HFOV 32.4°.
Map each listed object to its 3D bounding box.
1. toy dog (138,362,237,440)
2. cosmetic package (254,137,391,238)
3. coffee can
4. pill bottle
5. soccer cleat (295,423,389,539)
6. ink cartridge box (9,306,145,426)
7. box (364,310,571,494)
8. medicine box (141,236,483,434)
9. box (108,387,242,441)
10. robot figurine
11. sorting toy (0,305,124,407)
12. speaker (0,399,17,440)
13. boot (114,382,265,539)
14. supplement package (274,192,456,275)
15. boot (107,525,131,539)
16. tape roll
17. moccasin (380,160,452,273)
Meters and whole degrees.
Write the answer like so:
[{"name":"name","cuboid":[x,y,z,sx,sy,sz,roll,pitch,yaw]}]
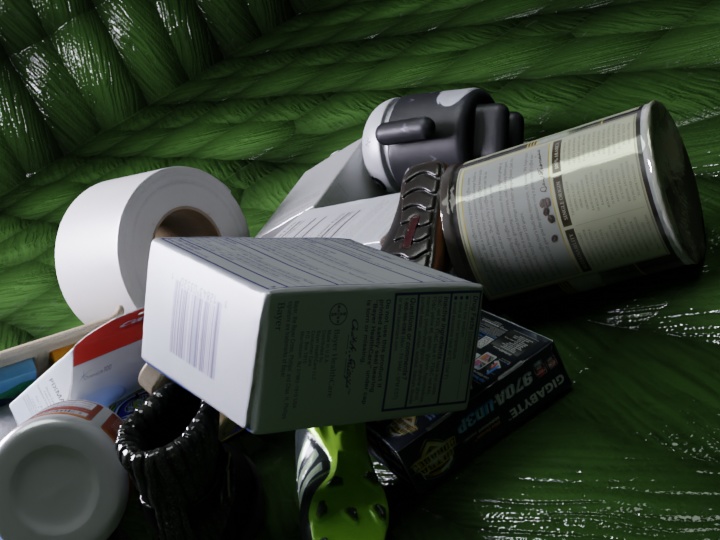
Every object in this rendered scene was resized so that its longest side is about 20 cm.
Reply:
[{"name":"toy dog","cuboid":[-0.106,0.073,1.140,0.198,0.133,0.096,-27,-13,-11]},{"name":"cosmetic package","cuboid":[-0.040,-0.072,1.520,0.107,0.085,0.200,-27,16,32]},{"name":"coffee can","cuboid":[0.191,-0.053,1.113,0.198,0.147,0.147,-16,23,27]},{"name":"pill bottle","cuboid":[-0.242,0.168,1.033,0.111,0.113,0.200,-29,2,-6]},{"name":"soccer cleat","cuboid":[-0.020,0.174,0.957,0.067,0.082,0.201,10,37,-13]},{"name":"ink cartridge box","cuboid":[-0.219,0.084,1.177,0.199,0.048,0.159,-35,-8,39]},{"name":"box","cuboid":[0.062,0.097,1.055,0.158,0.046,0.200,-33,21,-15]},{"name":"medicine box","cuboid":[-0.039,0.041,0.952,0.198,0.104,0.181,0,13,-35]},{"name":"box","cuboid":[-0.144,0.124,1.212,0.198,0.071,0.064,-28,20,-3]},{"name":"robot figurine","cuboid":[0.097,-0.151,1.492,0.198,0.151,0.125,-1,43,32]},{"name":"sorting toy","cuboid":[-0.354,0.123,1.375,0.198,0.037,0.186,-23,-19,-25]},{"name":"speaker","cuboid":[-0.300,0.146,1.342,0.198,0.082,0.081,-27,20,0]},{"name":"boot","cuboid":[-0.132,0.153,0.988,0.078,0.160,0.211,-14,22,1]},{"name":"supplement package","cuboid":[0.000,0.000,1.273,0.199,0.115,0.109,-8,26,44]},{"name":"boot","cuboid":[-0.241,0.296,0.939,0.199,0.073,0.182,-36,19,-5]},{"name":"tape roll","cuboid":[-0.249,-0.018,1.500,0.138,0.204,0.203,-5,29,46]},{"name":"moccasin","cuboid":[0.053,-0.005,1.131,0.073,0.078,0.203,-13,44,26]}]
